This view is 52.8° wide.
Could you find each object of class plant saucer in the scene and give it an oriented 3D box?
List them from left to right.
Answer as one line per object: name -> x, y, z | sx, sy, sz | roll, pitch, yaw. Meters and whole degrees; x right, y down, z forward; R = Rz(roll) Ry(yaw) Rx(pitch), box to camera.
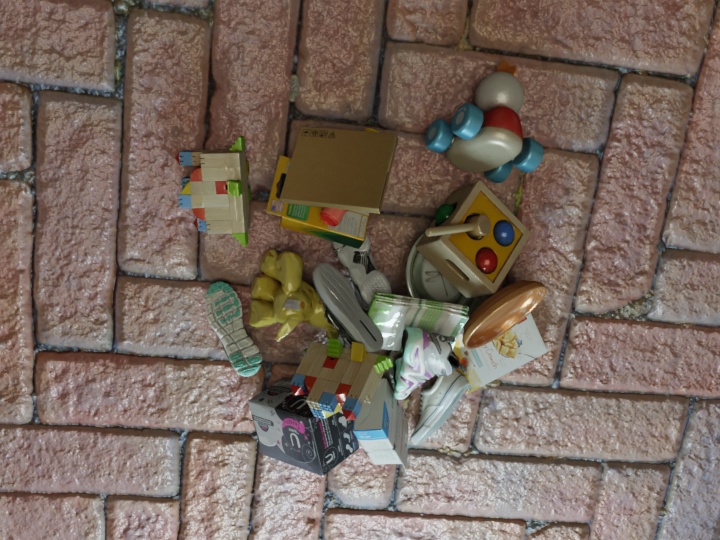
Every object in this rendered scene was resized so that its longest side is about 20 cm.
plant saucer -> 0.171, 0.013, 1.485 | 0.196, 0.050, 0.205 | 3, 82, -23
plant saucer -> 0.280, 0.083, 1.444 | 0.199, 0.200, 0.038 | -36, 68, 4

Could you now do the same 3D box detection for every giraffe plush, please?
giraffe plush -> -0.110, 0.060, 1.452 | 0.160, 0.199, 0.176 | 14, 102, -39

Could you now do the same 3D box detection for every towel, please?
towel -> 0.102, 0.115, 1.424 | 0.196, 0.031, 0.151 | 8, 131, -12

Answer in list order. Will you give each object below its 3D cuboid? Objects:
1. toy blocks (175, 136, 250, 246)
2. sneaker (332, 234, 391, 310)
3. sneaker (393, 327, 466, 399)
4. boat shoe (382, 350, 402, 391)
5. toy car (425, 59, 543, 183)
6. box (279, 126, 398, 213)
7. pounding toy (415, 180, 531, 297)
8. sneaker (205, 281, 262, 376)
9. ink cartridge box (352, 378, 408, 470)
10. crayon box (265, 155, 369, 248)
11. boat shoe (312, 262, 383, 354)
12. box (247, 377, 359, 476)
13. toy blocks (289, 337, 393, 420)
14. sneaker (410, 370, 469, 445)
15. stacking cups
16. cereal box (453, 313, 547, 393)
toy blocks -> -0.289, -0.152, 1.402 | 0.133, 0.100, 0.204 | -1, 106, 5
sneaker -> 0.000, 0.000, 1.475 | 0.074, 0.115, 0.202 | -24, 70, -9
sneaker -> 0.140, 0.195, 1.434 | 0.137, 0.079, 0.202 | 6, 140, -4
boat shoe -> 0.089, 0.167, 1.527 | 0.074, 0.074, 0.202 | 26, 108, -16
toy car -> 0.251, -0.304, 1.400 | 0.182, 0.176, 0.204 | 22, 73, -24
box -> -0.040, -0.191, 1.357 | 0.196, 0.021, 0.166 | 7, 67, 17
pounding toy -> 0.209, -0.065, 1.406 | 0.200, 0.142, 0.185 | 42, 69, -14
sneaker -> -0.266, 0.124, 1.484 | 0.076, 0.091, 0.204 | -18, 82, -17
ink cartridge box -> 0.046, 0.327, 1.517 | 0.066, 0.118, 0.201 | -6, 140, 16
crayon box -> -0.079, -0.133, 1.414 | 0.196, 0.052, 0.128 | 16, 69, -10
boat shoe -> -0.038, 0.082, 1.372 | 0.070, 0.072, 0.202 | -27, 100, 42
box -> -0.118, 0.311, 1.471 | 0.114, 0.197, 0.135 | -28, 112, -42
toy blocks -> -0.050, 0.215, 1.361 | 0.196, 0.138, 0.101 | 8, 141, 28
sneaker -> 0.160, 0.290, 1.577 | 0.071, 0.072, 0.202 | 43, 114, 26
stacking cups -> -0.014, -0.174, 1.392 | 0.060, 0.060, 0.202 | 32, 73, -13
cereal box -> 0.286, 0.156, 1.561 | 0.197, 0.040, 0.146 | -28, 106, 3
